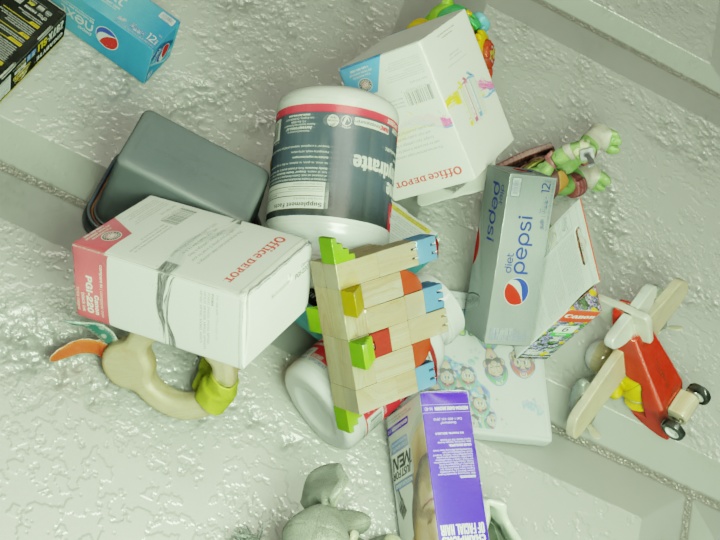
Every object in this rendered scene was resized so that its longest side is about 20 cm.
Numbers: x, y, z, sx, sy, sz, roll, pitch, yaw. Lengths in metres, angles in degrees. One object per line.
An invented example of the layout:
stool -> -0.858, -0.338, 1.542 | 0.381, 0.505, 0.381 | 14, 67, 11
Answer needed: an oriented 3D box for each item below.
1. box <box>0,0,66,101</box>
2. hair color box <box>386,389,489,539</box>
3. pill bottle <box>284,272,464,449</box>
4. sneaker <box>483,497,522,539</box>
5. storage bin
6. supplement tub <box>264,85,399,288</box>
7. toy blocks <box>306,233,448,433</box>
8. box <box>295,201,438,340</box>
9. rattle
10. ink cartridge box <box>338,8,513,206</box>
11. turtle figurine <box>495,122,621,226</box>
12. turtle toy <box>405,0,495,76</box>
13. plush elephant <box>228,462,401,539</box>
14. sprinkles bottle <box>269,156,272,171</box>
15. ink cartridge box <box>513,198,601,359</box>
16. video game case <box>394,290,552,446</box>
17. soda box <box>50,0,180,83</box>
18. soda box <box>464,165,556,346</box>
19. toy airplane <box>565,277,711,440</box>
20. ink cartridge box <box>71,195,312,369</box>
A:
box -> -0.472, -0.299, 1.315 | 0.198, 0.049, 0.161 | 33, 58, -2
hair color box -> 0.082, 0.241, 1.195 | 0.064, 0.109, 0.204 | 0, 69, -20
pill bottle -> 0.021, 0.095, 1.245 | 0.199, 0.113, 0.112 | -39, 81, -25
sneaker -> 0.155, 0.341, 1.201 | 0.069, 0.080, 0.203 | -13, 70, -29
storage bin -> -0.194, -0.089, 1.261 | 0.198, 0.135, 0.147 | 27, 56, -7
supplement tub -> -0.032, -0.087, 1.225 | 0.138, 0.140, 0.204 | 8, 82, -18
toy blocks -> 0.029, 0.050, 1.145 | 0.135, 0.099, 0.204 | -16, 103, -32
box -> 0.000, 0.000, 1.329 | 0.082, 0.050, 0.199 | 35, 53, 23
rattle -> -0.213, 0.070, 1.208 | 0.196, 0.132, 0.144 | 7, 44, 13
ink cartridge box -> 0.088, -0.189, 1.366 | 0.125, 0.127, 0.203 | -43, 115, -47
turtle figurine -> 0.285, -0.102, 1.463 | 0.193, 0.198, 0.146 | -33, 112, -37
turtle toy -> 0.128, -0.262, 1.483 | 0.099, 0.204, 0.146 | 4, 24, 22
plush elephant -> -0.032, 0.289, 1.105 | 0.198, 0.155, 0.166 | 28, 56, -6
sprinkles bottle -> -0.024, -0.162, 1.410 | 0.068, 0.068, 0.199 | 47, 57, 8
ink cartridge box -> 0.236, 0.014, 1.309 | 0.049, 0.200, 0.111 | 4, 61, -21
video game case -> 0.133, 0.112, 1.350 | 0.196, 0.024, 0.185 | 9, 60, -18
soda box -> -0.324, -0.324, 1.377 | 0.199, 0.068, 0.064 | 36, 55, 0
soda box -> 0.174, -0.018, 1.317 | 0.062, 0.068, 0.204 | 3, 103, -19
toy airplane -> 0.324, 0.105, 1.363 | 0.197, 0.140, 0.203 | 4, 92, -35
ink cartridge box -> -0.165, 0.007, 1.119 | 0.197, 0.086, 0.146 | 14, 29, 21
